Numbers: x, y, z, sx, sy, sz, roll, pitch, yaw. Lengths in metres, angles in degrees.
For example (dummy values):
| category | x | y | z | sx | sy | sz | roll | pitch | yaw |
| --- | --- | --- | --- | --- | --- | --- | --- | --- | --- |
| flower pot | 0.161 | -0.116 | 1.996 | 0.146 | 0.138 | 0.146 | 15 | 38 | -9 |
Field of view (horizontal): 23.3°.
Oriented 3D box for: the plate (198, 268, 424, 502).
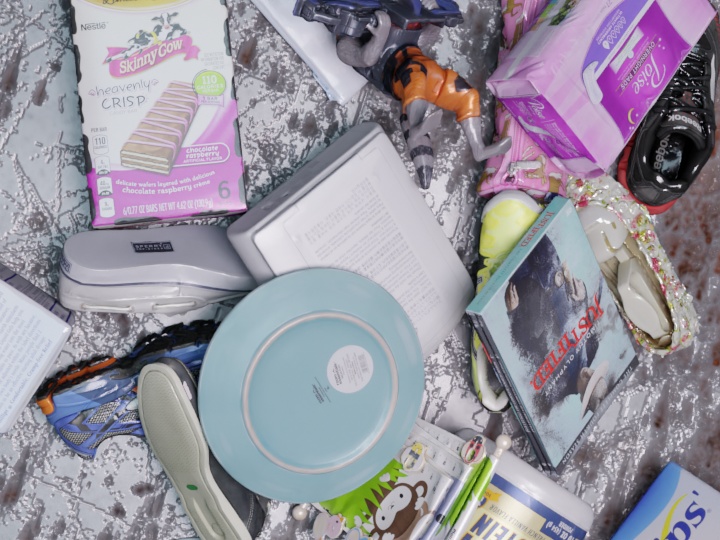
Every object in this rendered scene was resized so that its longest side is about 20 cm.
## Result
| category | x | y | z | sx | sy | sz | roll | pitch | yaw |
| --- | --- | --- | --- | --- | --- | --- | --- | --- | --- |
| plate | -0.036 | 0.099 | 1.442 | 0.198 | 0.026 | 0.202 | -4 | 103 | -19 |

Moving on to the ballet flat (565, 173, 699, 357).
| category | x | y | z | sx | sy | sz | roll | pitch | yaw |
| --- | --- | --- | --- | --- | --- | --- | --- | --- | --- |
| ballet flat | 0.236 | -0.008 | 1.551 | 0.075 | 0.064 | 0.201 | -33 | 98 | 33 |

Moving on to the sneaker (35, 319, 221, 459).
| category | x | y | z | sx | sy | sz | roll | pitch | yaw |
| --- | --- | --- | --- | --- | --- | --- | --- | --- | --- |
| sneaker | -0.176 | 0.101 | 1.508 | 0.198 | 0.075 | 0.079 | -20 | 108 | -2 |

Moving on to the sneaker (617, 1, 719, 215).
| category | x | y | z | sx | sy | sz | roll | pitch | yaw |
| --- | --- | --- | --- | --- | --- | --- | --- | --- | --- |
| sneaker | 0.284 | -0.149 | 1.545 | 0.070 | 0.098 | 0.202 | 15 | 88 | -6 |

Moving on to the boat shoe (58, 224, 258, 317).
| category | x | y | z | sx | sy | sz | roll | pitch | yaw |
| --- | --- | --- | --- | --- | --- | --- | --- | --- | --- |
| boat shoe | -0.162 | 0.008 | 1.502 | 0.198 | 0.072 | 0.066 | -3 | 131 | -26 |

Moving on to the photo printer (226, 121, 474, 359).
| category | x | y | z | sx | sy | sz | roll | pitch | yaw |
| --- | --- | --- | --- | --- | --- | --- | --- | --- | --- |
| photo printer | 0.000 | 0.000 | 1.498 | 0.166 | 0.069 | 0.201 | -40 | 113 | -17 |

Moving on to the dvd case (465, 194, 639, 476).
| category | x | y | z | sx | sy | sz | roll | pitch | yaw |
| --- | --- | --- | --- | --- | --- | --- | --- | --- | --- |
| dvd case | 0.169 | 0.058 | 1.501 | 0.146 | 0.022 | 0.201 | -49 | 131 | -28 |

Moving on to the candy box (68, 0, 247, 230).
| category | x | y | z | sx | sy | sz | roll | pitch | yaw |
| --- | --- | --- | --- | --- | --- | --- | --- | --- | --- |
| candy box | -0.172 | -0.142 | 1.491 | 0.135 | 0.061 | 0.202 | -7 | 89 | -6 |

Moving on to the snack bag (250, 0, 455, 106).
| category | x | y | z | sx | sy | sz | roll | pitch | yaw |
| --- | --- | --- | --- | --- | --- | --- | --- | --- | --- |
| snack bag | -0.009 | -0.278 | 1.536 | 0.200 | 0.021 | 0.189 | -42 | 97 | -5 |

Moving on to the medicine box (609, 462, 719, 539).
| category | x | y | z | sx | sy | sz | roll | pitch | yaw |
| --- | --- | --- | --- | --- | --- | --- | --- | --- | --- |
| medicine box | 0.298 | 0.299 | 1.495 | 0.183 | 0.200 | 0.103 | -52 | 131 | -4 |

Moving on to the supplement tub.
| category | x | y | z | sx | sy | sz | roll | pitch | yaw |
| --- | --- | --- | --- | --- | --- | --- | --- | --- | --- |
| supplement tub | 0.094 | 0.254 | 1.507 | 0.144 | 0.144 | 0.201 | 32 | 87 | -8 |

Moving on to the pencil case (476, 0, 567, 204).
| category | x | y | z | sx | sy | sz | roll | pitch | yaw |
| --- | --- | --- | --- | --- | --- | --- | --- | --- | --- |
| pencil case | 0.151 | -0.158 | 1.529 | 0.082 | 0.086 | 0.202 | 8 | 89 | -25 |

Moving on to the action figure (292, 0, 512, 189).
| category | x | y | z | sx | sy | sz | roll | pitch | yaw |
| --- | --- | --- | --- | --- | --- | --- | --- | --- | --- |
| action figure | 0.017 | -0.170 | 1.461 | 0.199 | 0.194 | 0.105 | -2 | 136 | -43 |

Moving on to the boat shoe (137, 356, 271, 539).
| category | x | y | z | sx | sy | sz | roll | pitch | yaw |
| --- | --- | --- | --- | --- | --- | --- | --- | --- | --- |
| boat shoe | -0.131 | 0.150 | 1.485 | 0.068 | 0.071 | 0.201 | -46 | 126 | -37 |

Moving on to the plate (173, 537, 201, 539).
| category | x | y | z | sx | sy | sz | roll | pitch | yaw |
| --- | --- | --- | --- | --- | --- | --- | --- | --- | --- |
| plate | -0.145 | 0.337 | 1.535 | 0.198 | 0.026 | 0.202 | 0 | 91 | -8 |

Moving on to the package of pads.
| category | x | y | z | sx | sy | sz | roll | pitch | yaw |
| --- | --- | --- | --- | --- | --- | --- | --- | --- | --- |
| package of pads | 0.207 | -0.188 | 1.468 | 0.121 | 0.075 | 0.201 | 46 | 69 | -25 |

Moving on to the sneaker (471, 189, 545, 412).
| category | x | y | z | sx | sy | sz | roll | pitch | yaw |
| --- | --- | --- | --- | --- | --- | --- | --- | --- | --- |
| sneaker | 0.133 | 0.030 | 1.508 | 0.075 | 0.076 | 0.202 | 2 | 111 | 10 |

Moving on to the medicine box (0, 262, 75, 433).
| category | x | y | z | sx | sy | sz | roll | pitch | yaw |
| --- | --- | --- | --- | --- | --- | --- | --- | --- | --- |
| medicine box | -0.340 | 0.030 | 1.418 | 0.199 | 0.182 | 0.103 | 33 | 87 | -8 |

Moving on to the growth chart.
| category | x | y | z | sx | sy | sz | roll | pitch | yaw |
| --- | --- | --- | --- | --- | --- | --- | --- | --- | --- |
| growth chart | 0.030 | 0.185 | 1.489 | 0.018 | 0.199 | 0.146 | 34 | 77 | -42 |
